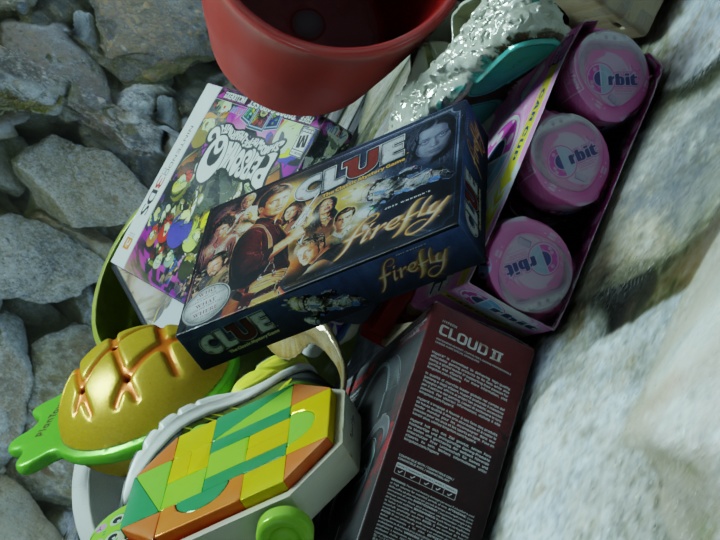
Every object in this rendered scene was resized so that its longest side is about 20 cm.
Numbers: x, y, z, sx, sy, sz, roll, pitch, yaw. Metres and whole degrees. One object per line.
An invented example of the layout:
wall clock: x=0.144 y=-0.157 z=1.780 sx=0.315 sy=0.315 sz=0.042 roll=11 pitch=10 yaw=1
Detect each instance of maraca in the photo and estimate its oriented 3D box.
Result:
maraca: x=-0.179 y=0.103 z=1.105 sx=0.200 sy=0.107 sz=0.137 roll=-16 pitch=24 yaw=25

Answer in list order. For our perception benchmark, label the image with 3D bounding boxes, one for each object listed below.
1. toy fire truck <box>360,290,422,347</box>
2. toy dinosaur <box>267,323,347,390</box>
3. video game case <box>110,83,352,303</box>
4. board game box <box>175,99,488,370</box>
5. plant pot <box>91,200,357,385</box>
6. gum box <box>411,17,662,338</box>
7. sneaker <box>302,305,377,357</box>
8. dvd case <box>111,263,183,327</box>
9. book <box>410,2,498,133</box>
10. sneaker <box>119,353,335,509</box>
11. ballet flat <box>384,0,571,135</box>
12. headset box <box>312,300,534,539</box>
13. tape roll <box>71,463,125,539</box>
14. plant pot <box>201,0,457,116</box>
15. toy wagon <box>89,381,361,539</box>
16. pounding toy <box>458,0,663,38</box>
toy fire truck: x=0.036 y=0.048 z=1.110 sx=0.200 sy=0.049 sz=0.141 roll=-55 pitch=14 yaw=30
toy dinosaur: x=-0.044 y=0.020 z=1.034 sx=0.200 sy=0.058 sz=0.101 roll=29 pitch=114 yaw=47
video game case: x=-0.110 y=-0.056 z=1.194 sx=0.200 sy=0.036 sz=0.181 roll=25 pitch=85 yaw=53
board game box: x=-0.016 y=-0.023 z=0.923 sx=0.200 sy=0.035 sz=0.136 roll=-22 pitch=33 yaw=21
plant pot: x=-0.110 y=0.036 z=1.349 sx=0.200 sy=0.193 sz=0.201 roll=-28 pitch=45 yaw=32
gum box: x=0.116 y=-0.058 z=0.944 sx=0.200 sy=0.066 sz=0.113 roll=-65 pitch=10 yaw=-14
sneaker: x=0.000 y=0.000 z=1.088 sx=0.200 sy=0.081 sz=0.147 roll=-175 pitch=104 yaw=-74
dvd case: x=-0.139 y=-0.006 z=1.237 sx=0.143 sy=0.018 sz=0.200 roll=-49 pitch=38 yaw=8
book: x=0.086 y=-0.139 z=1.137 sx=0.048 sy=0.134 sz=0.200 roll=-23 pitch=23 yaw=14
sneaker: x=-0.081 y=0.128 z=1.016 sx=0.200 sy=0.085 sz=0.075 roll=-37 pitch=-35 yaw=-36
ballet flat: x=0.071 y=-0.136 z=0.965 sx=0.200 sy=0.072 sz=0.072 roll=-40 pitch=25 yaw=56
headset box: x=0.026 y=0.125 z=0.904 sx=0.149 sy=0.077 sz=0.200 roll=-46 pitch=22 yaw=58
tape roll: x=-0.140 y=0.182 z=1.209 sx=0.037 sy=0.203 sz=0.203 roll=-17 pitch=46 yaw=56
plant pot: x=-0.031 y=-0.210 z=1.054 sx=0.177 sy=0.200 sz=0.201 roll=122 pitch=172 yaw=-70
toy wagon: x=-0.092 y=0.138 z=0.886 sx=0.200 sy=0.040 sz=0.155 roll=-25 pitch=21 yaw=12
pounding toy: x=0.157 y=-0.224 z=1.043 sx=0.200 sy=0.142 sz=0.184 roll=-63 pitch=22 yaw=-7
